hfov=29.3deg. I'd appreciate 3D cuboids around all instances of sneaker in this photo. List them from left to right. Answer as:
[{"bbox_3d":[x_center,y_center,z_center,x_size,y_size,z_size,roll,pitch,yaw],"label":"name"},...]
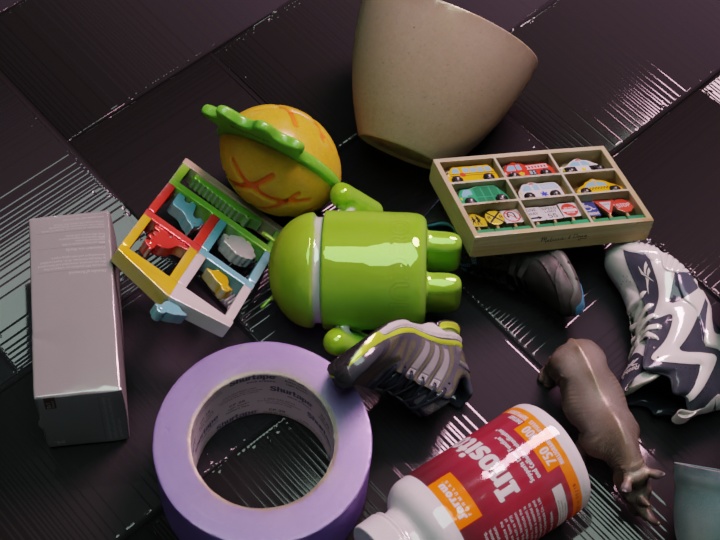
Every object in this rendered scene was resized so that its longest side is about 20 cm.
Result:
[{"bbox_3d":[0.047,0.095,1.285,0.199,0.074,0.081,-3,61,-52],"label":"sneaker"},{"bbox_3d":[0.146,-0.010,1.407,0.082,0.073,0.200,-34,56,-18],"label":"sneaker"},{"bbox_3d":[0.282,0.067,1.355,0.129,0.080,0.200,-28,74,-28],"label":"sneaker"}]

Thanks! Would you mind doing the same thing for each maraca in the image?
[{"bbox_3d":[-0.087,-0.118,1.385,0.136,0.200,0.108,19,80,19],"label":"maraca"}]

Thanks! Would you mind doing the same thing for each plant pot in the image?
[{"bbox_3d":[0.364,0.250,1.199,0.199,0.200,0.135,9,84,2],"label":"plant pot"}]

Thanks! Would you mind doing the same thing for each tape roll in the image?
[{"bbox_3d":[-0.089,0.173,1.266,0.198,0.085,0.201,2,57,-3],"label":"tape roll"}]

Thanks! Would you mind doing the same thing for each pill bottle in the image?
[{"bbox_3d":[0.098,0.214,1.235,0.199,0.113,0.113,-30,64,-20],"label":"pill bottle"}]

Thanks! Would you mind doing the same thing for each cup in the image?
[{"bbox_3d":[0.070,-0.190,1.457,0.199,0.200,0.144,22,88,10],"label":"cup"}]

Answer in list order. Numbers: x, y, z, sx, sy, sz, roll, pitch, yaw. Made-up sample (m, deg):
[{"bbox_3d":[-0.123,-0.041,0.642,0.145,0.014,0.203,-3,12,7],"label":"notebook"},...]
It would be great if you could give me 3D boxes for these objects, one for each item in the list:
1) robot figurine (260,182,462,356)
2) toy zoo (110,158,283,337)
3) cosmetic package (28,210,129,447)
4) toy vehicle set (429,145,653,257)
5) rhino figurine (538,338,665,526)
[{"bbox_3d":[0.000,0.000,1.356,0.198,0.116,0.177,0,73,2],"label":"robot figurine"},{"bbox_3d":[-0.160,-0.017,1.351,0.131,0.020,0.200,36,39,-7],"label":"toy zoo"},{"bbox_3d":[-0.269,0.056,1.315,0.090,0.107,0.201,-7,61,-9],"label":"cosmetic package"},{"bbox_3d":[0.182,-0.072,1.396,0.199,0.027,0.125,-6,44,-19],"label":"toy vehicle set"},{"bbox_3d":[0.231,0.152,1.296,0.059,0.088,0.201,-17,61,-13],"label":"rhino figurine"}]
